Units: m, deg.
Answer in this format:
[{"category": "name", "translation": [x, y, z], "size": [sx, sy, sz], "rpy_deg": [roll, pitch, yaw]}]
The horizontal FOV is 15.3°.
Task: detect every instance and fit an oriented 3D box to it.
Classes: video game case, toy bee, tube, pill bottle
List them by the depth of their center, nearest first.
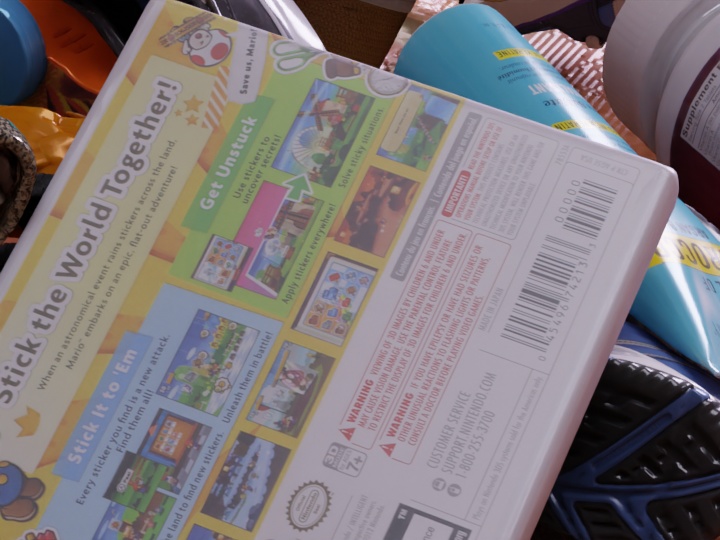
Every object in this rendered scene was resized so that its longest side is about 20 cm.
[{"category": "video game case", "translation": [-0.023, 0.026, 0.809], "size": [0.182, 0.023, 0.200], "rpy_deg": [20, 67, 15]}, {"category": "tube", "translation": [0.083, -0.019, 0.909], "size": [0.077, 0.050, 0.200], "rpy_deg": [5, 32, -42]}, {"category": "pill bottle", "translation": [0.183, -0.045, 1.042], "size": [0.109, 0.110, 0.200], "rpy_deg": [-10, 35, -26]}, {"category": "toy bee", "translation": [-0.142, -0.083, 1.062], "size": [0.131, 0.109, 0.200], "rpy_deg": [-9, 59, -42]}]

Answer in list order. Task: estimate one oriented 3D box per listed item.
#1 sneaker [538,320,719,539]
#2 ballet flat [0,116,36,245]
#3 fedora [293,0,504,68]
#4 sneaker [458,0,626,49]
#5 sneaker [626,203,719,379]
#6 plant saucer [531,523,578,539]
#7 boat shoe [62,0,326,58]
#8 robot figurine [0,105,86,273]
[{"category": "sneaker", "translation": [0.040, 0.040, 0.870], "size": [0.200, 0.076, 0.077], "rpy_deg": [23, 12, 23]}, {"category": "ballet flat", "translation": [-0.169, 0.026, 0.802], "size": [0.200, 0.068, 0.075], "rpy_deg": [-51, 27, -16]}, {"category": "fedora", "translation": [-0.035, -0.119, 1.114], "size": [0.200, 0.082, 0.201], "rpy_deg": [21, 8, -3]}, {"category": "sneaker", "translation": [0.158, -0.114, 1.190], "size": [0.200, 0.146, 0.081], "rpy_deg": [-24, 31, 37]}, {"category": "sneaker", "translation": [0.126, 0.037, 0.951], "size": [0.200, 0.074, 0.081], "rpy_deg": [28, 63, 21]}, {"category": "plant saucer", "translation": [-0.014, 0.094, 0.849], "size": [0.200, 0.032, 0.200], "rpy_deg": [5, 31, -3]}, {"category": "boat shoe", "translation": [-0.091, -0.119, 1.006], "size": [0.200, 0.070, 0.066], "rpy_deg": [55, 38, 7]}, {"category": "robot figurine", "translation": [-0.152, -0.003, 0.900], "size": [0.200, 0.058, 0.145], "rpy_deg": [5, 56, 24]}]
